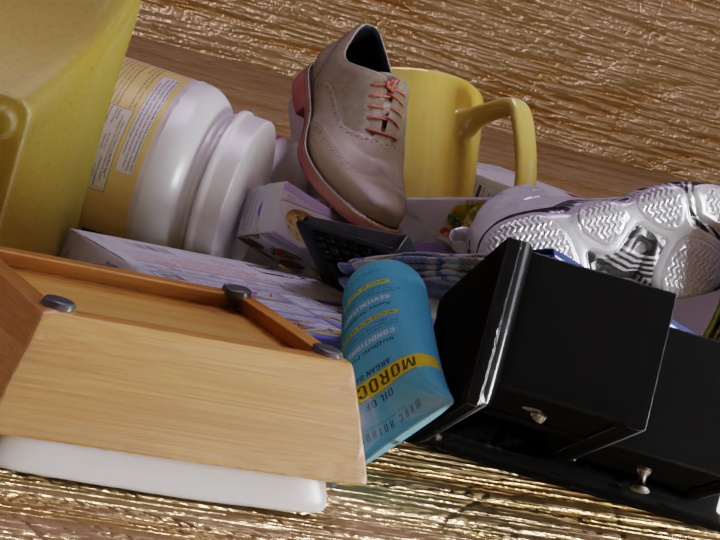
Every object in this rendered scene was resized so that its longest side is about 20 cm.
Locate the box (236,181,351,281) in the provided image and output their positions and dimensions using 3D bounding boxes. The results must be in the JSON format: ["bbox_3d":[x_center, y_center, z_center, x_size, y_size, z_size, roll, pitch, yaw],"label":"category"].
[{"bbox_3d":[0.000,0.000,1.601,0.039,0.042,0.200,-6,-30,45],"label":"box"}]

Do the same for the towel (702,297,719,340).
[{"bbox_3d":[0.273,0.045,1.553,0.023,0.144,0.200,27,11,31],"label":"towel"}]

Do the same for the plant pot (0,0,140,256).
[{"bbox_3d":[-0.254,-0.085,1.395,0.193,0.196,0.200,16,18,-6],"label":"plant pot"}]

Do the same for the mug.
[{"bbox_3d":[0.027,-0.060,1.741,0.149,0.154,0.186,7,-19,-22],"label":"mug"}]

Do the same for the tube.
[{"bbox_3d":[0.015,0.054,1.287,0.050,0.077,0.200,45,14,-17],"label":"tube"}]

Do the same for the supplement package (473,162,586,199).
[{"bbox_3d":[0.144,-0.002,1.842,0.199,0.120,0.121,23,9,32],"label":"supplement package"}]

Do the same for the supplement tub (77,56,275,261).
[{"bbox_3d":[-0.171,-0.073,1.582,0.199,0.146,0.145,19,9,9],"label":"supplement tub"}]

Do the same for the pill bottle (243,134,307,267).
[{"bbox_3d":[-0.149,-0.071,1.717,0.199,0.114,0.113,19,9,17],"label":"pill bottle"}]

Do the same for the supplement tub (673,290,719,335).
[{"bbox_3d":[0.280,0.046,1.720,0.145,0.146,0.200,23,11,35],"label":"supplement tub"}]

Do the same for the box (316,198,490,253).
[{"bbox_3d":[0.052,-0.031,1.642,0.199,0.039,0.041,0,-1,20],"label":"box"}]

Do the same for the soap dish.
[{"bbox_3d":[-0.110,0.049,1.142,0.199,0.082,0.157,11,10,-30],"label":"soap dish"}]

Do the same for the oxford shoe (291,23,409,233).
[{"bbox_3d":[0.001,-0.101,1.615,0.070,0.075,0.200,22,31,-31],"label":"oxford shoe"}]

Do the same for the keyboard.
[{"bbox_3d":[0.032,0.020,1.537,0.126,0.021,0.200,11,-19,15],"label":"keyboard"}]

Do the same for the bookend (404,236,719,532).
[{"bbox_3d":[0.143,0.068,1.283,0.199,0.093,0.199,16,-12,-6],"label":"bookend"}]

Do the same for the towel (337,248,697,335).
[{"bbox_3d":[0.095,0.026,1.416,0.147,0.024,0.200,28,-18,-33],"label":"towel"}]

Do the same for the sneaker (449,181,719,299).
[{"bbox_3d":[0.156,-0.024,1.526,0.199,0.076,0.115,-7,13,-16],"label":"sneaker"}]

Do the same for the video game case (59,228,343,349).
[{"bbox_3d":[-0.060,0.035,1.443,0.199,0.046,0.181,11,10,-42],"label":"video game case"}]
